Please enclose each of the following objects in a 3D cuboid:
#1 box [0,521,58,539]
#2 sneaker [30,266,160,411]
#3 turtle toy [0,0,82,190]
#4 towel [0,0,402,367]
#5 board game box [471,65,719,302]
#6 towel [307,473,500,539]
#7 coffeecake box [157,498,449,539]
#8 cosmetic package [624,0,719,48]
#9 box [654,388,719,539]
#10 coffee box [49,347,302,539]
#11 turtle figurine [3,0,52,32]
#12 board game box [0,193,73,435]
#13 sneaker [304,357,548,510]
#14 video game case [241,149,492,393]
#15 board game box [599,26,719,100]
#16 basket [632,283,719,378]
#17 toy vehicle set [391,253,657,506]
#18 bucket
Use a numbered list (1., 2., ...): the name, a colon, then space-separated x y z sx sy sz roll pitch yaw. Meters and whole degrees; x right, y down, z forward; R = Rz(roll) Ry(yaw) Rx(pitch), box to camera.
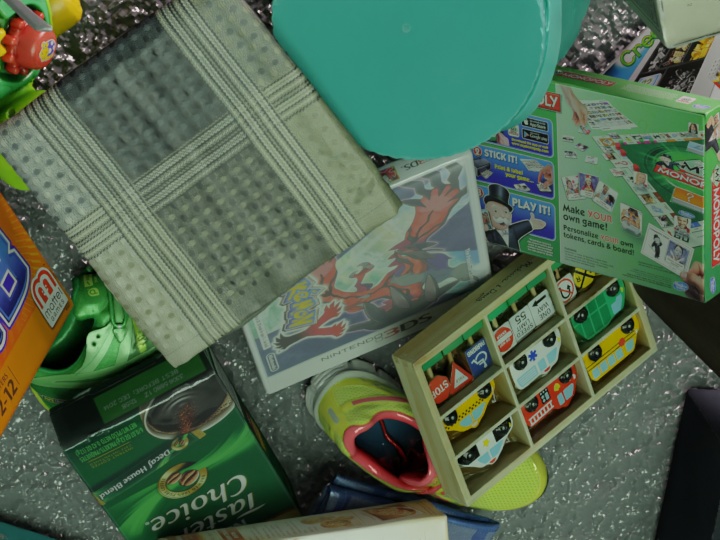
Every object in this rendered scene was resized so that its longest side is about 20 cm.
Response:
1. box: -0.218 0.244 1.778 0.199 0.049 0.083 21 119 -21
2. sneaker: -0.155 0.025 1.680 0.200 0.074 0.083 -45 120 10
3. turtle toy: -0.247 -0.140 1.566 0.145 0.101 0.200 -34 117 5
4. towel: -0.102 -0.062 1.541 0.192 0.035 0.201 -34 106 11
5. board game box: 0.156 -0.066 1.650 0.029 0.199 0.136 -28 124 -44
6. towel: 0.000 0.245 1.826 0.146 0.024 0.201 17 122 -20
7. coffeecake box: -0.034 0.255 1.723 0.198 0.073 0.155 -7 96 -11
8. cosmetic package: 0.190 -0.229 1.566 0.072 0.200 0.104 -16 119 -4
9. box: 0.337 0.195 1.853 0.198 0.104 0.184 3 115 -14
10. coffee box: -0.126 0.138 1.719 0.122 0.044 0.201 -26 140 -1
11. turtle figurine: -0.269 -0.269 1.461 0.192 0.202 0.144 4 155 8
12. board game box: -0.340 0.030 1.531 0.199 0.200 0.201 -14 122 29
13. sneaker: 0.053 0.137 1.770 0.199 0.090 0.079 21 108 -22
14. video game case: 0.000 0.000 1.671 0.181 0.023 0.200 -23 150 -5
15. board game box: 0.251 -0.133 1.671 0.200 0.126 0.035 -44 155 10
16. basket: 0.285 0.023 1.694 0.135 0.200 0.181 -32 125 -11
17. toy vehicle set: 0.120 0.058 1.735 0.200 0.026 0.125 -37 121 -24
18. bucket: 0.045 -0.176 1.555 0.205 0.135 0.209 6 117 13
